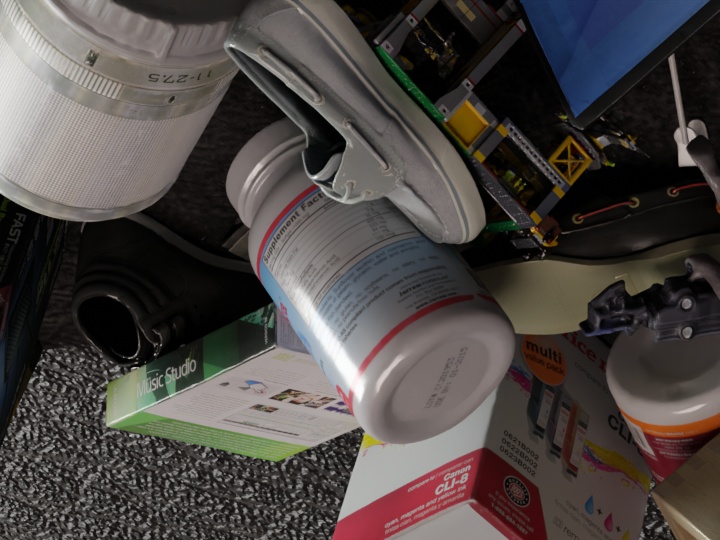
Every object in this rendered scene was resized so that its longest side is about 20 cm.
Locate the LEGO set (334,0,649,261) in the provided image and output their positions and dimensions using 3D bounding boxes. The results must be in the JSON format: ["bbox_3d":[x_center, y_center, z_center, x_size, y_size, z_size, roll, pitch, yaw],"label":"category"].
[{"bbox_3d":[0.073,-0.115,1.635,0.200,0.116,0.154,45,163,-6],"label":"LEGO set"}]

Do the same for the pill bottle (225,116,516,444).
[{"bbox_3d":[0.000,0.000,1.659,0.108,0.200,0.109,-23,144,-18],"label":"pill bottle"}]

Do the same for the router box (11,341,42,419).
[{"bbox_3d":[-0.298,0.043,1.881,0.052,0.158,0.201,-1,134,22],"label":"router box"}]

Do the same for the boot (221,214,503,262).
[{"bbox_3d":[0.006,-0.020,1.771,0.199,0.068,0.131,-28,114,38],"label":"boot"}]

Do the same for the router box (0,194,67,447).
[{"bbox_3d":[-0.241,0.006,1.785,0.062,0.201,0.150,13,138,1],"label":"router box"}]

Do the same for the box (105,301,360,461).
[{"bbox_3d":[-0.056,0.075,1.802,0.144,0.037,0.200,15,153,-35],"label":"box"}]

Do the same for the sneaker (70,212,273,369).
[{"bbox_3d":[-0.109,0.038,1.845,0.199,0.100,0.071,25,136,-7],"label":"sneaker"}]

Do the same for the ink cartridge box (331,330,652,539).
[{"bbox_3d":[0.092,0.139,1.799,0.145,0.201,0.144,40,132,-22],"label":"ink cartridge box"}]

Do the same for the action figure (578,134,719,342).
[{"bbox_3d":[0.232,0.012,1.600,0.199,0.105,0.194,-15,128,-6],"label":"action figure"}]

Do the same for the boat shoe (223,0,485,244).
[{"bbox_3d":[-0.007,-0.078,1.573,0.201,0.072,0.070,50,162,-24],"label":"boat shoe"}]

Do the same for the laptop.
[{"bbox_3d":[0.107,-0.211,1.480,0.200,0.104,0.177,38,123,-18],"label":"laptop"}]

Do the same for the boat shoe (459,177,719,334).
[{"bbox_3d":[0.146,-0.009,1.695,0.200,0.063,0.074,-11,142,9],"label":"boat shoe"}]

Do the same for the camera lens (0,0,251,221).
[{"bbox_3d":[-0.153,-0.139,1.633,0.159,0.160,0.200,27,137,-7],"label":"camera lens"}]

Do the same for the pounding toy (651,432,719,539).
[{"bbox_3d":[0.295,0.165,1.645,0.184,0.142,0.200,40,165,53],"label":"pounding toy"}]

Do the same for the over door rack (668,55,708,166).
[{"bbox_3d":[0.235,-0.130,1.563,0.147,0.067,0.201,0,134,22],"label":"over door rack"}]

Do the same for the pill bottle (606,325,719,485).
[{"bbox_3d":[0.244,0.117,1.779,0.114,0.115,0.200,-8,131,27],"label":"pill bottle"}]
